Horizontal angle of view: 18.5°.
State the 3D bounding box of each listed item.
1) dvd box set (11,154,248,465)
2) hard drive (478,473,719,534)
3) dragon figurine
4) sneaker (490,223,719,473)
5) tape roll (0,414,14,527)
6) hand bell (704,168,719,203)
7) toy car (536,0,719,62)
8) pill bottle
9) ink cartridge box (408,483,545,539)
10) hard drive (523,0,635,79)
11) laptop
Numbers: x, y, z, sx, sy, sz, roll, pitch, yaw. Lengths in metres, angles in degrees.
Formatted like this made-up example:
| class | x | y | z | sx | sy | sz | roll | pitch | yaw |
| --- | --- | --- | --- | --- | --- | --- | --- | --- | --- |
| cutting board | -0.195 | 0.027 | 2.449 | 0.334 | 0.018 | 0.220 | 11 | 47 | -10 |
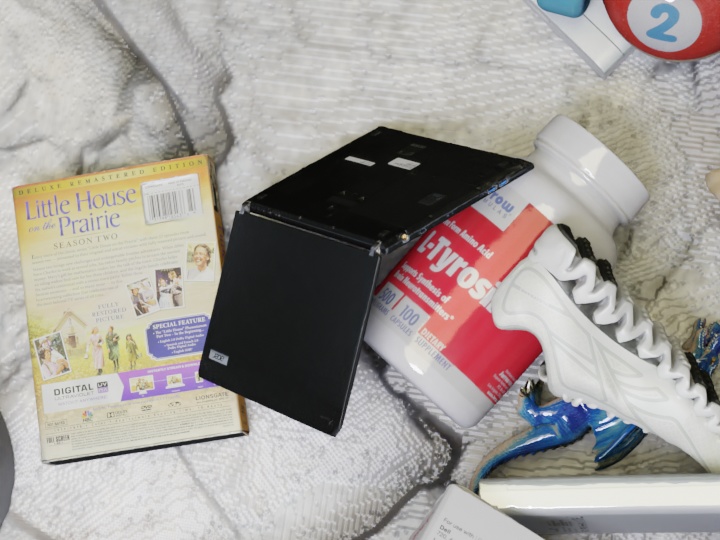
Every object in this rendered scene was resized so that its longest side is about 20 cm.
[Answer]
| class | x | y | z | sx | sy | sz | roll | pitch | yaw |
| --- | --- | --- | --- | --- | --- | --- | --- | --- | --- |
| dvd box set | -0.162 | 0.028 | 1.550 | 0.146 | 0.029 | 0.201 | -10 | 79 | 6 |
| hard drive | 0.181 | 0.151 | 1.424 | 0.199 | 0.132 | 0.026 | -2 | 77 | 8 |
| dragon figurine | 0.160 | 0.096 | 1.475 | 0.099 | 0.059 | 0.200 | 38 | 86 | 13 |
| sneaker | 0.166 | 0.064 | 1.411 | 0.081 | 0.075 | 0.200 | -43 | 96 | 10 |
| tape roll | -0.346 | 0.142 | 1.540 | 0.200 | 0.066 | 0.201 | -1 | 80 | 7 |
| hand bell | 0.270 | 0.039 | 1.445 | 0.104 | 0.104 | 0.201 | 4 | 80 | 9 |
| toy car | 0.216 | -0.239 | 1.429 | 0.184 | 0.200 | 0.177 | 15 | 83 | 11 |
| pill bottle | 0.097 | -0.002 | 1.476 | 0.112 | 0.112 | 0.200 | 41 | 88 | 13 |
| ink cartridge box | 0.031 | 0.252 | 1.366 | 0.084 | 0.145 | 0.200 | 31 | 61 | 1 |
| hard drive | 0.197 | -0.250 | 1.549 | 0.200 | 0.027 | 0.132 | -44 | 77 | -1 |
| laptop | 0.000 | 0.000 | 1.466 | 0.200 | 0.177 | 0.103 | -30 | 117 | -26 |
